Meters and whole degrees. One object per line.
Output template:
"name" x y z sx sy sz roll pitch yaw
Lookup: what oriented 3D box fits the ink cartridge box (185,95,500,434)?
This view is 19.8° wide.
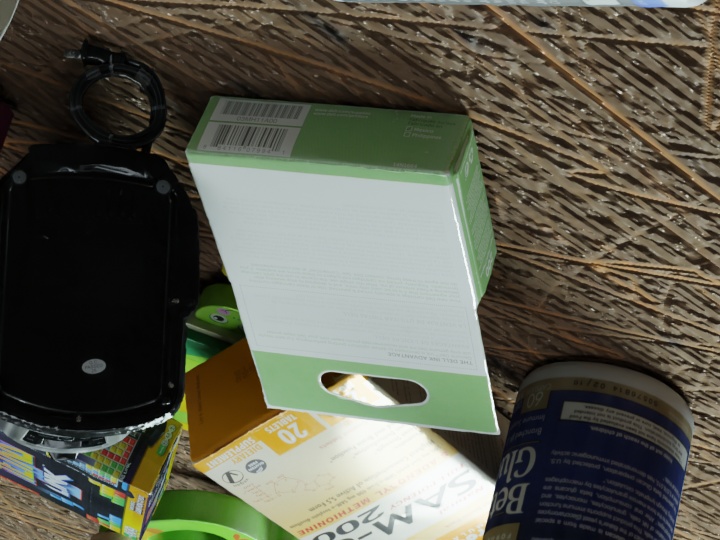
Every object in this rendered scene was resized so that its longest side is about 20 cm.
"ink cartridge box" 0.000 0.000 1.096 0.144 0.048 0.201 6 139 19

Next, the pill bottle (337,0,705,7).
"pill bottle" 0.032 -0.155 0.755 0.199 0.114 0.114 4 151 22

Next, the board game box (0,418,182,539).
"board game box" -0.210 0.115 1.416 0.164 0.057 0.200 24 162 0

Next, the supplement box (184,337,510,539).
"supplement box" 0.001 0.108 1.264 0.126 0.074 0.200 -31 134 21

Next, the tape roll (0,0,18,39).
"tape roll" -0.257 -0.137 0.852 0.202 0.204 0.139 31 149 -28

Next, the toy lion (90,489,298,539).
"toy lion" -0.085 0.225 1.614 0.191 0.069 0.200 -10 143 30

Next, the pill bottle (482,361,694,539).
"pill bottle" 0.126 0.165 1.213 0.110 0.201 0.111 13 153 7

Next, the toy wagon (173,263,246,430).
"toy wagon" -0.095 0.051 1.300 0.154 0.040 0.200 20 153 -8

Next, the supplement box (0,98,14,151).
"supplement box" -0.308 -0.084 1.091 0.199 0.104 0.131 4 150 21

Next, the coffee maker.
"coffee maker" -0.146 0.003 1.126 0.134 0.193 0.200 27 169 -7
